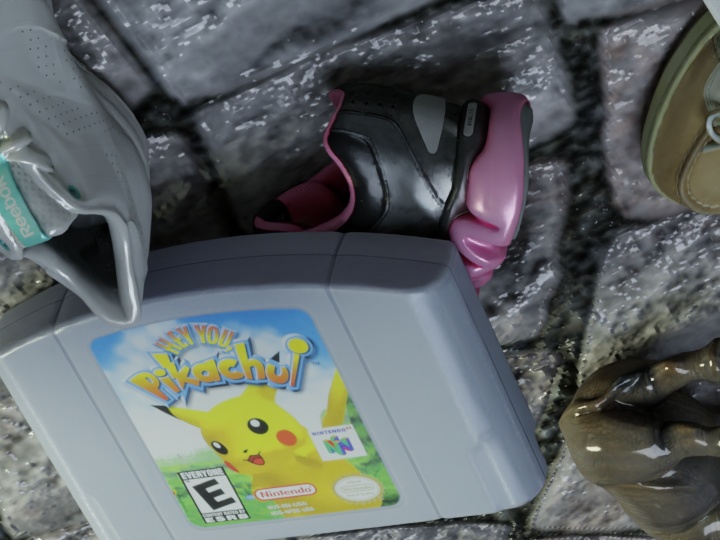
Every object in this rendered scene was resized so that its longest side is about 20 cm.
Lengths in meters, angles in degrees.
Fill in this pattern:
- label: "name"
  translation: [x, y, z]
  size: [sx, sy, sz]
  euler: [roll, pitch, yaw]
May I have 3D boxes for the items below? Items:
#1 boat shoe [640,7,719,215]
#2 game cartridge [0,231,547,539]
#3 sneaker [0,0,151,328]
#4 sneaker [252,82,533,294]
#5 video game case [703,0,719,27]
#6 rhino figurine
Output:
- label: "boat shoe"
  translation: [0.181, -0.083, 0.981]
  size: [0.073, 0.063, 0.201]
  euler: [17, 131, -36]
- label: "game cartridge"
  translation: [-0.041, 0.047, 1.013]
  size: [0.199, 0.041, 0.134]
  euler: [-10, 124, 24]
- label: "sneaker"
  translation: [-0.125, -0.050, 0.888]
  size: [0.075, 0.089, 0.200]
  euler: [-27, 141, 15]
- label: "sneaker"
  translation: [0.000, 0.000, 1.023]
  size: [0.095, 0.079, 0.200]
  euler: [12, 133, -9]
- label: "video game case"
  translation: [0.214, -0.128, 0.895]
  size: [0.200, 0.022, 0.183]
  euler: [-31, 105, 18]
- label: "rhino figurine"
  translation: [0.157, 0.098, 1.196]
  size: [0.087, 0.060, 0.200]
  euler: [-10, 147, 24]
